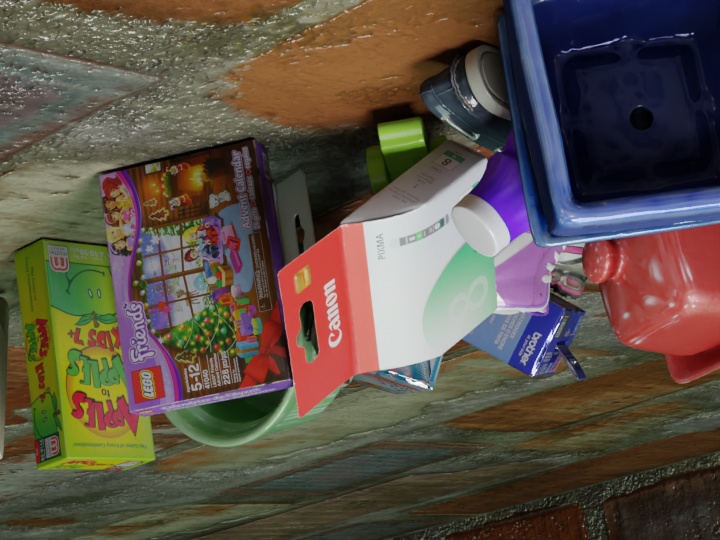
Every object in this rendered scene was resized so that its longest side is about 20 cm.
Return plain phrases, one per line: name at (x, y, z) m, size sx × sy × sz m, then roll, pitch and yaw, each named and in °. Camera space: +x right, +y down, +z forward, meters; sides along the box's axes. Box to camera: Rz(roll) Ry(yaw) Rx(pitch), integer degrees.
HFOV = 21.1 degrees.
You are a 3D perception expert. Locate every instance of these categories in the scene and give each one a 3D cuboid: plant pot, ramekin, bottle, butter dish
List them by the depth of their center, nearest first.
plant pot at (0.196, -0.119, 1.297) m, size 0.199 × 0.201 × 0.180 m, roll -8°, pitch 171°, yaw -5°
bottle at (0.152, -0.088, 1.423) m, size 0.200 × 0.084 × 0.065 m, roll -41°, pitch -153°, yaw -20°
butter dish at (0.266, -0.011, 1.722) m, size 0.147 × 0.201 × 0.199 m, roll -1°, pitch 163°, yaw -25°
ramekin at (-0.102, 0.060, 1.796) m, size 0.200 × 0.201 × 0.098 m, roll -20°, pitch 169°, yaw 36°

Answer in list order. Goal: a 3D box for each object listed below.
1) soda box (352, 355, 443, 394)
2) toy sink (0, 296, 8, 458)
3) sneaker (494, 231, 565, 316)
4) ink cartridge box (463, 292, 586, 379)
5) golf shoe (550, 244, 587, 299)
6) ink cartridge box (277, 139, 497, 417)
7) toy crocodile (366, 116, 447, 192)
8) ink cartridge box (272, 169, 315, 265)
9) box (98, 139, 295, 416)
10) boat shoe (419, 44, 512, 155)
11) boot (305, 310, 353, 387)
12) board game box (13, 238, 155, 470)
soda box at (0.030, 0.072, 1.770) m, size 0.063 × 0.069 × 0.200 m, roll 18°, pitch 173°, yaw -6°
toy sink at (-0.401, 0.074, 1.776) m, size 0.130 × 0.200 × 0.112 m, roll -8°, pitch 136°, yaw 2°
sneaker at (0.158, -0.023, 1.703) m, size 0.200 × 0.115 × 0.073 m, roll -26°, pitch -174°, yaw -27°
ink cartridge box at (0.131, 0.038, 1.826) m, size 0.200 × 0.077 × 0.136 m, roll 27°, pitch -175°, yaw 14°
golf shoe at (0.155, -0.044, 1.825) m, size 0.200 × 0.073 × 0.092 m, roll 20°, pitch 107°, yaw -39°
ink cartridge box at (0.027, 0.014, 1.517) m, size 0.200 × 0.050 × 0.161 m, roll -40°, pitch 140°, yaw -32°
toy crocodile at (0.047, -0.087, 1.604) m, size 0.067 × 0.062 × 0.200 m, roll -11°, pitch 160°, yaw 10°
ink cartridge box at (-0.123, -0.007, 1.673) m, size 0.068 × 0.116 × 0.200 m, roll 4°, pitch 160°, yaw -38°
box at (-0.130, 0.007, 1.553) m, size 0.136 × 0.201 × 0.039 m, roll -12°, pitch 167°, yaw 12°
boat shoe at (0.117, -0.115, 1.490) m, size 0.062 × 0.075 × 0.200 m, roll -19°, pitch 161°, yaw 29°
boot at (0.000, 0.000, 1.652) m, size 0.070 × 0.146 × 0.200 m, roll 18°, pitch 119°, yaw -8°
board game box at (-0.250, 0.077, 1.746) m, size 0.048 × 0.201 × 0.101 m, roll -22°, pitch 161°, yaw 40°
